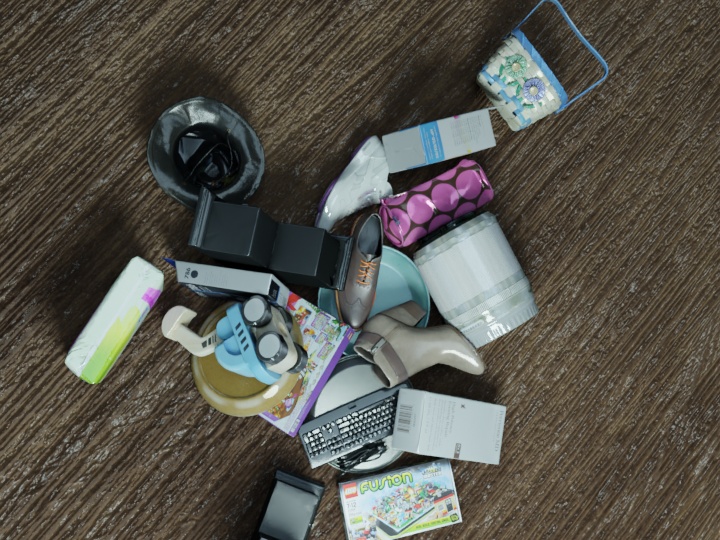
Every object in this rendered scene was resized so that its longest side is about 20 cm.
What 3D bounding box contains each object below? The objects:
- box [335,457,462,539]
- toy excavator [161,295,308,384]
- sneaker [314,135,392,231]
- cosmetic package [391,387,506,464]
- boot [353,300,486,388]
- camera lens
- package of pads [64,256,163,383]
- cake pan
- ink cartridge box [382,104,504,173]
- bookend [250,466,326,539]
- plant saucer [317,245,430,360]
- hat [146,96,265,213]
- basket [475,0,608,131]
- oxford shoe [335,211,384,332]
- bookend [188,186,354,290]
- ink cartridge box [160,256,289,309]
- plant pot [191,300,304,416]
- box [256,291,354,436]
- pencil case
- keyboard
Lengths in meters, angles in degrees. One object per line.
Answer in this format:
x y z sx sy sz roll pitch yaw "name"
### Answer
0.064 0.390 1.711 0.196 0.035 0.112 -11 84 -11 "box"
-0.210 0.111 1.617 0.198 0.100 0.197 -31 66 11 "toy excavator"
-0.002 -0.134 1.748 0.099 0.075 0.201 37 78 -3 "sneaker"
0.148 0.258 1.680 0.197 0.073 0.104 13 82 -38 "cosmetic package"
0.091 0.141 1.675 0.199 0.071 0.146 38 57 19 "boot"
0.193 0.013 1.720 0.158 0.160 0.203 -27 88 -12 "camera lens"
-0.389 0.082 1.609 0.068 0.154 0.202 34 77 -7 "package of pads"
0.004 0.243 1.700 0.196 0.037 0.205 -1 94 -9 "cake pan"
0.150 -0.227 1.748 0.197 0.114 0.069 -18 97 -32 "ink cartridge box"
-0.119 0.423 1.590 0.091 0.199 0.203 21 79 -4 "bookend"
0.021 0.059 1.747 0.195 0.036 0.205 1 82 -9 "plant saucer"
-0.261 -0.189 1.708 0.196 0.081 0.205 0 90 -13 "hat"
0.318 -0.355 1.803 0.199 0.139 0.177 -41 90 -3 "basket"
0.000 0.000 1.695 0.070 0.073 0.205 8 82 -9 "oxford shoe"
-0.137 -0.047 1.608 0.195 0.200 0.094 9 79 20 "bookend"
-0.221 0.021 1.641 0.196 0.099 0.040 9 77 17 "ink cartridge box"
-0.189 0.135 1.662 0.196 0.028 0.204 -4 72 12 "plant pot"
-0.116 0.150 1.676 0.135 0.039 0.202 28 81 21 "box"
0.130 -0.121 1.764 0.197 0.091 0.095 -27 97 -15 "pencil case"
0.004 0.267 1.663 0.197 0.040 0.106 -23 96 -6 "keyboard"
